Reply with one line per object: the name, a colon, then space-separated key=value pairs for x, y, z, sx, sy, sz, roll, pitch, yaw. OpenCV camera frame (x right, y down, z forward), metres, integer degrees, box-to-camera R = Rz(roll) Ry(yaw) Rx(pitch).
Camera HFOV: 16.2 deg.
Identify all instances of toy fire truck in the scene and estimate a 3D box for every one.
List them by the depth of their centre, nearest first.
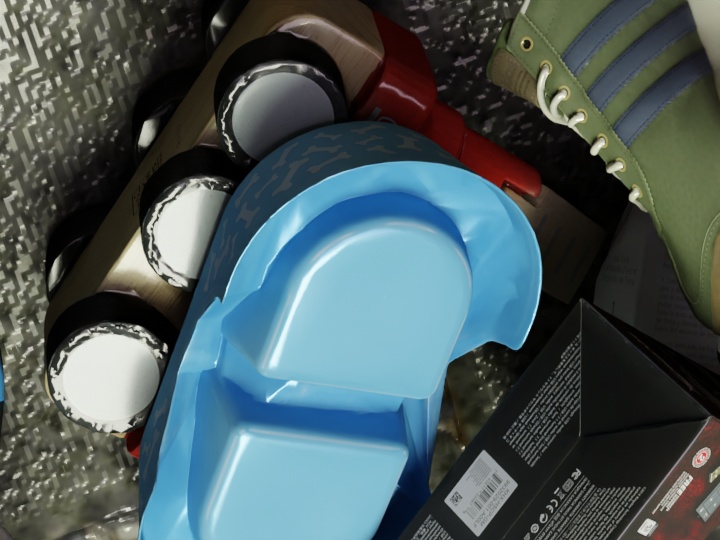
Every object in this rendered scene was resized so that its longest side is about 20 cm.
toy fire truck: x=0.000 y=0.000 z=0.949 sx=0.199 sy=0.129 sz=0.176 roll=28 pitch=109 yaw=-19

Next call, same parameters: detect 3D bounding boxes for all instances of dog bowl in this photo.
dog bowl: x=-0.014 y=0.038 z=0.875 sx=0.111 sy=0.050 sz=0.201 roll=9 pitch=118 yaw=-24

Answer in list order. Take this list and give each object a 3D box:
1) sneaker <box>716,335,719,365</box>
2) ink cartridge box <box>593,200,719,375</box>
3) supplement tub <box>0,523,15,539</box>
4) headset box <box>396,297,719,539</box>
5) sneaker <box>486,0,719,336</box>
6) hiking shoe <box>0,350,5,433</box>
sneaker: x=0.171 y=-0.060 z=0.944 sx=0.202 sy=0.067 sz=0.108 roll=-50 pitch=116 yaw=-23
ink cartridge box: x=0.178 y=-0.010 z=1.024 sx=0.162 sy=0.057 sz=0.201 roll=7 pitch=88 yaw=-22
supplement tub: x=-0.221 y=0.173 z=0.958 sx=0.140 sy=0.140 sz=0.200 roll=26 pitch=110 yaw=-29
headset box: x=0.108 y=0.114 z=0.925 sx=0.149 sy=0.077 sz=0.200 roll=-52 pitch=139 yaw=8
sneaker: x=0.091 y=-0.067 z=0.902 sx=0.089 sy=0.201 sz=0.067 roll=-10 pitch=164 yaw=8
hiking shoe: x=-0.161 y=-0.002 z=0.886 sx=0.074 sy=0.087 sz=0.200 roll=-22 pitch=135 yaw=-5
